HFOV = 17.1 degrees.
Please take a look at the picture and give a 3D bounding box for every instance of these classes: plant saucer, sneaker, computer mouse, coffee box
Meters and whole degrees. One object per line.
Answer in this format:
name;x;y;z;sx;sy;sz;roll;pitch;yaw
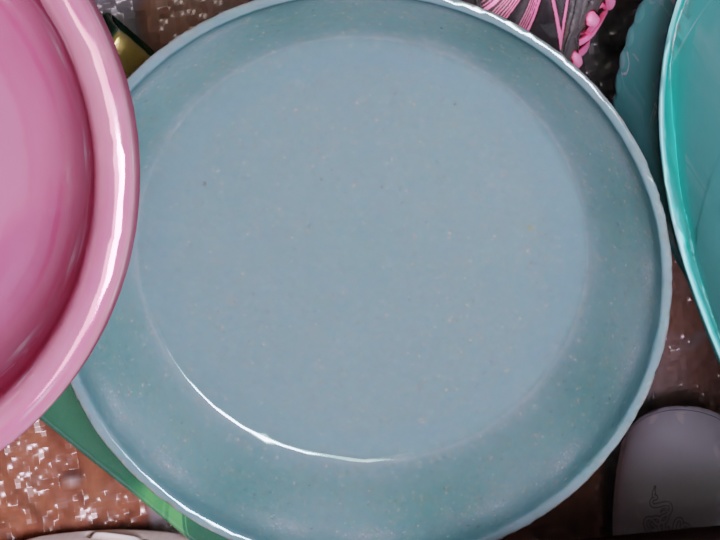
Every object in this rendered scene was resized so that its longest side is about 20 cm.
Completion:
plant saucer;-0.163;-0.031;0.724;0.199;0.051;0.202;1;97;4
sneaker;0.063;-0.102;0.793;0.095;0.079;0.202;0;105;8
computer mouse;0.133;0.148;0.875;0.044;0.109;0.201;-31;106;-47
coffee box;-0.051;0.022;0.829;0.200;0.044;0.123;42;93;-17
plant saucer;0.000;0.000;0.774;0.198;0.036;0.202;1;113;2

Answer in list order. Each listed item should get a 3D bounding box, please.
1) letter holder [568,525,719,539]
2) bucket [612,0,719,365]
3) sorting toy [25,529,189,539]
letter holder;0.081;0.136;0.755;0.142;0.199;0.101;1;81;-51
bucket;0.188;-0.041;0.777;0.206;0.135;0.208;-15;133;-17
sorting toy;-0.153;0.196;0.840;0.178;0.107;0.202;4;103;8
